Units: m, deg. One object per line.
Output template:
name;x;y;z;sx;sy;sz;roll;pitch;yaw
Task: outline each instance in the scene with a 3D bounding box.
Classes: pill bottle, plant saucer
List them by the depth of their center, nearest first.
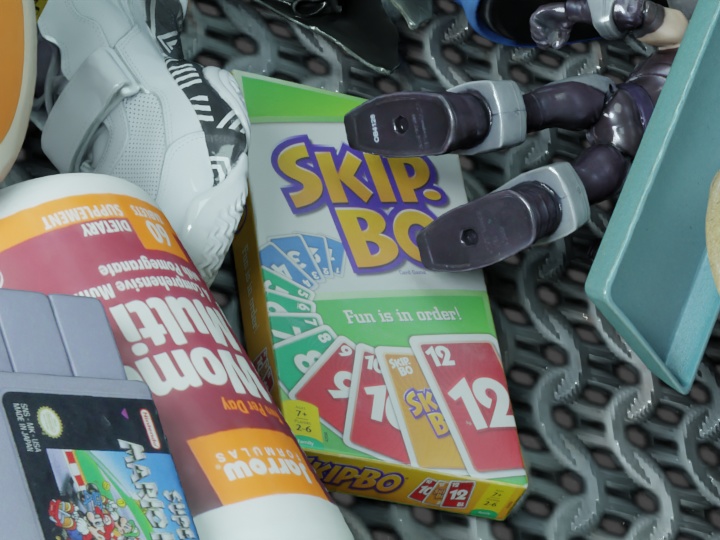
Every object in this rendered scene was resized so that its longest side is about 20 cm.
pill bottle;-0.068;0.076;0.899;0.109;0.110;0.200;-9;55;-38
plant saucer;0.134;-0.055;1.105;0.070;0.019;0.200;47;58;-41

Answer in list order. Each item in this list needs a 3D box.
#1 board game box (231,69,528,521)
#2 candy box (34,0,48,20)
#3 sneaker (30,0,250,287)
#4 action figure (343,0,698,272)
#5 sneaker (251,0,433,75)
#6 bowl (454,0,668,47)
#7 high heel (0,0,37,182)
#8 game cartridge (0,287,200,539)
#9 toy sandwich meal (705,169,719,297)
board game box;0.000;0.000;1.081;0.095;0.030;0.200;11;43;-23
candy box;-0.192;-0.052;0.928;0.061;0.136;0.200;44;43;12
sneaker;-0.112;-0.068;1.043;0.115;0.075;0.200;7;42;-25
action figure;0.091;-0.053;1.124;0.200;0.069;0.130;-15;83;-46
sneaker;-0.052;-0.163;1.180;0.200;0.060;0.104;33;36;-4
bowl;0.125;-0.149;1.177;0.200;0.201;0.039;-9;71;-37
high heel;-0.164;-0.018;0.884;0.096;0.200;0.067;9;-8;39
game cartridge;-0.093;0.090;0.773;0.129;0.038;0.200;3;55;-38
toy sandwich meal;0.214;0.021;1.067;0.205;0.070;0.205;10;47;-11
